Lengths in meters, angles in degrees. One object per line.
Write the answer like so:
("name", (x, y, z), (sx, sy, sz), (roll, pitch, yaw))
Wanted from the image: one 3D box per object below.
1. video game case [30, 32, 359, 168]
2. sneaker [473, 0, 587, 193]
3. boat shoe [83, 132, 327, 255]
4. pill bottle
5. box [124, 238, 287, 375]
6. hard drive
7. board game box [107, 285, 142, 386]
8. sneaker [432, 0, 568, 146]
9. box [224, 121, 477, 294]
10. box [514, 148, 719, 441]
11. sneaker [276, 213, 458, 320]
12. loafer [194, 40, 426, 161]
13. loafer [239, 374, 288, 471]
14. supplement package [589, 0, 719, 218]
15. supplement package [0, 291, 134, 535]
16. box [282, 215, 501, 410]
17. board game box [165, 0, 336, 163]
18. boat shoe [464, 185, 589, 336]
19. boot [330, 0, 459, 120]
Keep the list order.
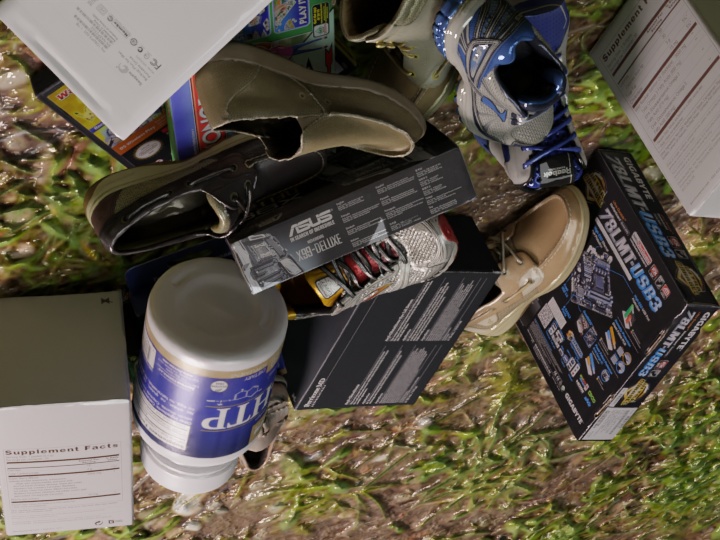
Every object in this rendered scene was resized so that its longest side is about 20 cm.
("video game case", (-0.126, -0.156, 1.395), (0.199, 0.026, 0.181), (-33, 144, 13))
("sneaker", (0.154, -0.136, 1.509), (0.080, 0.116, 0.200), (-16, 144, -14))
("boat shoe", (-0.114, -0.056, 1.401), (0.199, 0.065, 0.073), (-19, 143, -9))
("pill bottle", (-0.135, 0.097, 1.541), (0.119, 0.120, 0.201), (-8, 140, -22))
("box", (-0.137, 0.049, 1.610), (0.120, 0.033, 0.201), (-20, 143, -8))
("hard drive", (-0.145, -0.204, 1.257), (0.200, 0.026, 0.132), (-40, 103, 20))
("board game box", (-0.169, 0.070, 1.661), (0.104, 0.024, 0.201), (-20, 144, -12))
("sneaker", (0.119, -0.140, 1.370), (0.077, 0.085, 0.200), (-51, 150, -5))
("box", (-0.018, -0.058, 1.472), (0.199, 0.158, 0.050), (-23, 107, -3))
("box", (0.229, 0.024, 1.688), (0.049, 0.201, 0.199), (4, 135, -34))
("sneaker", (0.000, 0.000, 1.526), (0.199, 0.078, 0.082), (-24, -168, 38))
("loafer", (-0.041, -0.114, 1.345), (0.199, 0.068, 0.076), (14, 163, -28))
("loafer", (-0.098, 0.147, 1.708), (0.072, 0.063, 0.200), (-20, 169, -11))
("supplement package", (0.304, -0.150, 1.507), (0.116, 0.201, 0.118), (4, 136, -35))
("supplement package", (-0.264, 0.128, 1.580), (0.119, 0.122, 0.201), (-3, 141, -9))
("box", (0.021, 0.041, 1.690), (0.140, 0.079, 0.200), (-2, 139, -34))
("board game box", (-0.086, -0.148, 1.381), (0.134, 0.029, 0.201), (-17, 144, -12))
("boat shoe", (0.148, -0.005, 1.713), (0.064, 0.072, 0.200), (3, 137, -35))
("boot", (0.027, -0.182, 1.369), (0.154, 0.072, 0.200), (-17, 146, -55))
